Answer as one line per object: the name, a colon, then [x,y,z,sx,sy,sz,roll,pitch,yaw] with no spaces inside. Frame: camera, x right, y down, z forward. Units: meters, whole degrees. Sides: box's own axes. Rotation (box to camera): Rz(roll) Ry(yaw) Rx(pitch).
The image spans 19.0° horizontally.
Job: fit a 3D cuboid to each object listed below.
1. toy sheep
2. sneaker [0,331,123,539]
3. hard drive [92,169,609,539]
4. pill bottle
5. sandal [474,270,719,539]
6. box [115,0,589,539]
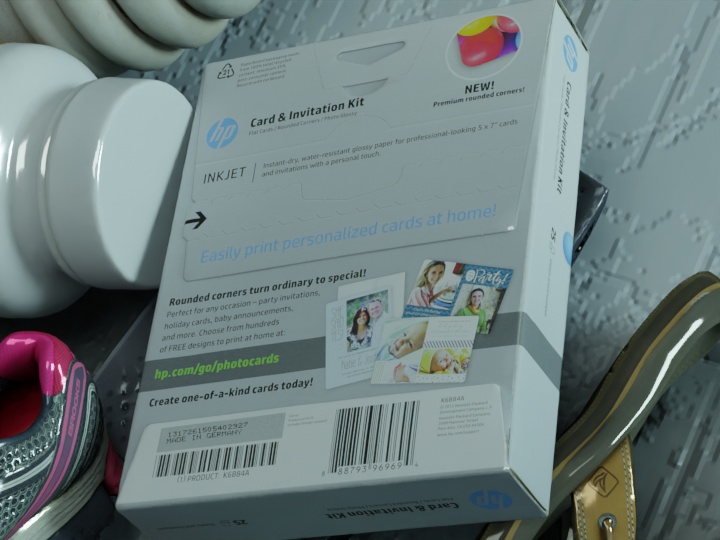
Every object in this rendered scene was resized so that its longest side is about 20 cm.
toy sheep: [-0.113,-0.148,0.925,0.199,0.138,0.138,-16,59,27]
sneaker: [-0.169,0.099,0.768,0.080,0.075,0.200,18,46,29]
hard drive: [-0.005,0.020,0.852,0.135,0.042,0.200,36,81,30]
pill bottle: [-0.166,-0.037,0.884,0.199,0.111,0.112,3,65,28]
sandal: [0.082,0.089,0.780,0.055,0.082,0.200,39,73,8]
box: [0.000,0.000,0.797,0.155,0.041,0.201,-9,56,25]
